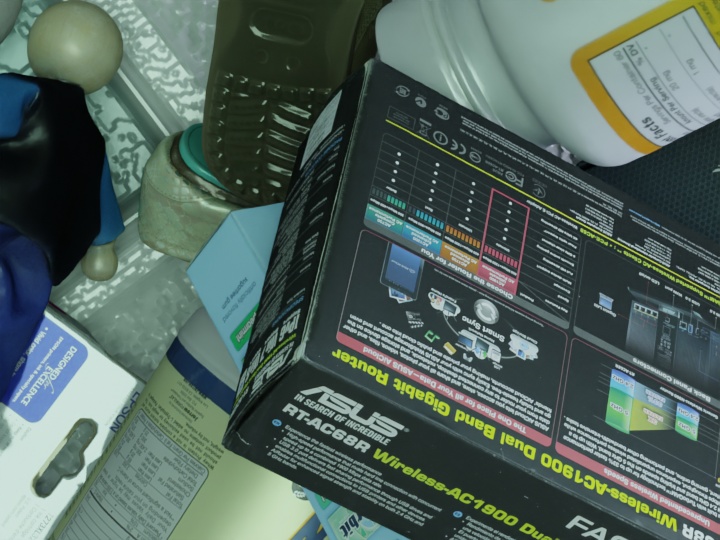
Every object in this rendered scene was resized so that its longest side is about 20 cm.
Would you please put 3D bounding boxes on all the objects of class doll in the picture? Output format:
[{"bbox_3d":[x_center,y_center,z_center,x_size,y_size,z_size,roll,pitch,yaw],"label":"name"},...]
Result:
[{"bbox_3d":[-0.144,-0.021,1.023,0.048,0.136,0.200,10,67,34],"label":"doll"}]

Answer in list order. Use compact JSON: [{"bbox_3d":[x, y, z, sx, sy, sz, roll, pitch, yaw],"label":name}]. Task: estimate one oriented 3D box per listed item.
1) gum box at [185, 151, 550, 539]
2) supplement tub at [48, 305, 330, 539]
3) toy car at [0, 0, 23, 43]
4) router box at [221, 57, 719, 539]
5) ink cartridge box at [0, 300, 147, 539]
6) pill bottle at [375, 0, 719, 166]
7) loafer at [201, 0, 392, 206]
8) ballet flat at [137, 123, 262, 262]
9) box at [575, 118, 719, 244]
[{"bbox_3d":[0.051,0.057,0.971,0.170,0.045,0.200,-13,64,-41],"label":"gum box"},{"bbox_3d":[-0.055,0.130,1.040,0.145,0.145,0.200,32,93,-5],"label":"supplement tub"},{"bbox_3d":[-0.243,-0.115,1.007,0.150,0.175,0.200,9,61,34],"label":"toy car"},{"bbox_3d":[0.061,0.034,0.918,0.200,0.150,0.062,27,135,-15],"label":"router box"},{"bbox_3d":[-0.189,0.029,1.080,0.200,0.037,0.095,37,92,-2],"label":"ink cartridge box"},{"bbox_3d":[0.111,-0.107,0.960,0.200,0.111,0.111,-26,96,19],"label":"pill bottle"},{"bbox_3d":[-0.019,-0.125,1.015,0.076,0.067,0.200,19,113,4],"label":"loafer"},{"bbox_3d":[0.000,0.000,1.082,0.200,0.067,0.062,25,123,-1],"label":"ballet flat"},{"bbox_3d":[0.193,0.019,1.017,0.158,0.051,0.200,-23,79,21],"label":"box"}]
